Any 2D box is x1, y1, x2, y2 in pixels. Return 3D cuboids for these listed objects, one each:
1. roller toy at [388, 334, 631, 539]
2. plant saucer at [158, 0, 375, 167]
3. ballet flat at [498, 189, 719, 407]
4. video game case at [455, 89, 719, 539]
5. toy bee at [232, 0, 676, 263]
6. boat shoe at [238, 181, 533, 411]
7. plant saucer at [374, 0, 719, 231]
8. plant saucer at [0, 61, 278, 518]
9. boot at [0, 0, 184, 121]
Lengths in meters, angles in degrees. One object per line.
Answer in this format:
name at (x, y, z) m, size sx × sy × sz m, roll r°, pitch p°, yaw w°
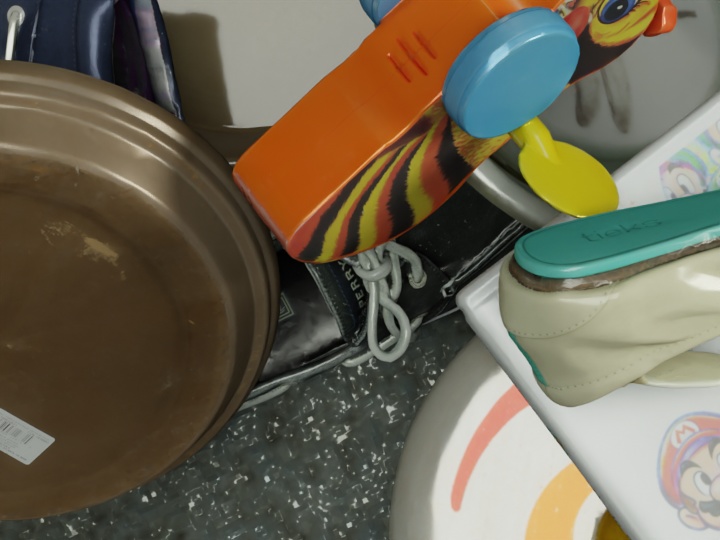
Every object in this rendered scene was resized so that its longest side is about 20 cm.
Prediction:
roller toy at (0.100, 0.092, 0.996) m, size 0.199 × 0.140 × 0.183 m, roll -34°, pitch 86°, yaw 6°
plant saucer at (-0.044, -0.136, 1.067) m, size 0.199 × 0.029 × 0.201 m, roll 0°, pitch 90°, yaw 7°
ballet flat at (0.140, -0.004, 0.880) m, size 0.199 × 0.069 × 0.070 m, roll -16°, pitch 89°, yaw -5°
video game case at (0.162, 0.021, 0.918) m, size 0.200 × 0.024 × 0.182 m, roll -37°, pitch 89°, yaw -2°
toy bee at (0.057, -0.074, 0.912) m, size 0.199 × 0.108 × 0.132 m, roll -27°, pitch 69°, yaw 28°
boat shoe at (-0.002, -0.002, 1.036) m, size 0.198 × 0.068 × 0.074 m, roll -24°, pitch 102°, yaw 7°
plant saucer at (0.091, -0.091, 1.018) m, size 0.199 × 0.050 × 0.201 m, roll 6°, pitch 70°, yaw -18°
plant saucer at (-0.127, 0.017, 0.965) m, size 0.199 × 0.030 × 0.201 m, roll -2°, pitch 131°, yaw -3°
boot at (-0.109, -0.011, 1.031) m, size 0.090 × 0.073 × 0.201 m, roll 0°, pitch 103°, yaw 33°
